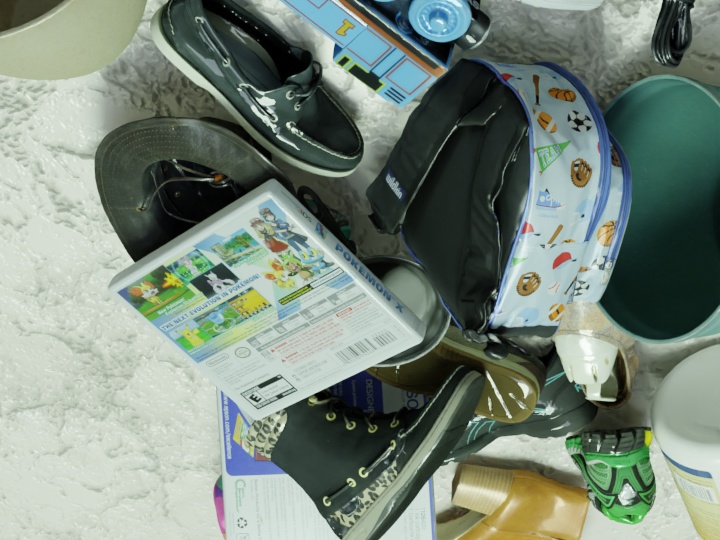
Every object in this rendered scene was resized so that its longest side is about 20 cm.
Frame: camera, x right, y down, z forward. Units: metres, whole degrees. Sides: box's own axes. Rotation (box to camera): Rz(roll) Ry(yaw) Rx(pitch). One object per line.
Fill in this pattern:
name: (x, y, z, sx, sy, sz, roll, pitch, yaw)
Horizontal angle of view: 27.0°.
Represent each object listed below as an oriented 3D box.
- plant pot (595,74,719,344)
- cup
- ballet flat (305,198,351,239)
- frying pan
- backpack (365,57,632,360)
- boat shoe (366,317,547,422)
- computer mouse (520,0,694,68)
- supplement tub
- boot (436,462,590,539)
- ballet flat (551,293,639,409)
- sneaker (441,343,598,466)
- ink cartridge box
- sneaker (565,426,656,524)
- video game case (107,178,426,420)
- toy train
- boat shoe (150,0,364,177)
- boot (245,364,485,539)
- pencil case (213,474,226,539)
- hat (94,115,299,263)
plant pot: (0.277, -0.045, 1.149, 0.134, 0.200, 0.200, 0, 136, -29)
cup: (-0.227, -0.215, 1.063, 0.200, 0.201, 0.143, -7, 158, 12)
ballet flat: (-0.064, 0.017, 1.309, 0.072, 0.072, 0.200, 16, 126, -7)
frying pan: (-0.010, 0.012, 1.247, 0.190, 0.031, 0.115, 35, 118, -21)
backpack: (0.118, -0.062, 1.142, 0.154, 0.200, 0.191, -10, 130, -26)
boat shoe: (0.069, 0.072, 1.325, 0.200, 0.065, 0.073, 26, 120, 15)
computer mouse: (0.141, -0.211, 1.033, 0.200, 0.044, 0.110, 11, 115, -3)
supplement tub: (0.353, 0.176, 1.342, 0.144, 0.145, 0.200, -15, 127, 18)
boot: (0.142, 0.280, 1.500, 0.144, 0.071, 0.201, 16, 125, -4)
ballet flat: (0.200, 0.071, 1.268, 0.068, 0.067, 0.200, 5, 160, 25)
sneaker: (0.114, 0.120, 1.380, 0.200, 0.075, 0.079, -17, 112, 12)
ink cartridge box: (-0.030, 0.184, 1.387, 0.200, 0.047, 0.198, -3, 90, 8)
sneaker: (0.226, 0.186, 1.358, 0.078, 0.085, 0.200, -5, 173, 8)
video game case: (-0.078, 0.030, 1.220, 0.200, 0.022, 0.182, -28, 119, 36)
toy train: (-0.001, -0.212, 1.091, 0.200, 0.087, 0.114, 34, 132, -21)
boat shoe: (-0.065, -0.150, 1.156, 0.199, 0.075, 0.066, 41, 135, -14)
boot: (0.000, 0.129, 1.303, 0.154, 0.073, 0.204, 41, 113, 16)
pencil case: (-0.041, 0.220, 1.463, 0.200, 0.088, 0.088, -10, 128, 16)
hat: (-0.119, -0.066, 1.223, 0.200, 0.081, 0.201, 11, 136, 11)
